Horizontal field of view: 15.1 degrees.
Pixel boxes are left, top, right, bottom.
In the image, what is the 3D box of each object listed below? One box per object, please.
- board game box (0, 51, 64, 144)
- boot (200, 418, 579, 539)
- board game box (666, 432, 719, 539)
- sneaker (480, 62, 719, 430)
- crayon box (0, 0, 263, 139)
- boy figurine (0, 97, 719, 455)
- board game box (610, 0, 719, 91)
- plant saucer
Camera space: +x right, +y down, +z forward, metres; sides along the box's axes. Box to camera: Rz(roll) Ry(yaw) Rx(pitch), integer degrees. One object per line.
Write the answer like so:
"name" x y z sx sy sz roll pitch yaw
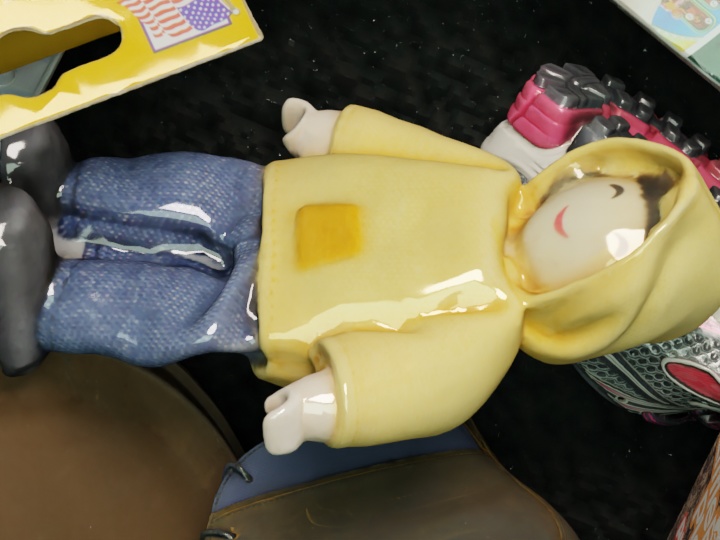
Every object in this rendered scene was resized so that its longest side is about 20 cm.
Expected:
"board game box" -0.170 -0.113 0.764 0.199 0.026 0.201 25 70 -1
"boot" -0.031 0.105 0.770 0.199 0.097 0.075 -16 135 -13
"board game box" 0.150 0.138 0.748 0.158 0.097 0.201 19 127 -1
"sneaker" 0.116 0.023 0.794 0.199 0.081 0.075 36 110 5
"crayon box" -0.124 -0.119 0.733 0.125 0.052 0.201 -21 77 -16
"boy figurine" 0.000 0.000 0.729 0.198 0.125 0.065 3 135 8
"board game box" 0.153 -0.106 0.782 0.200 0.064 0.148 38 96 -4
"plant saucer" -0.097 0.106 0.767 0.199 0.029 0.202 -1 92 -39
